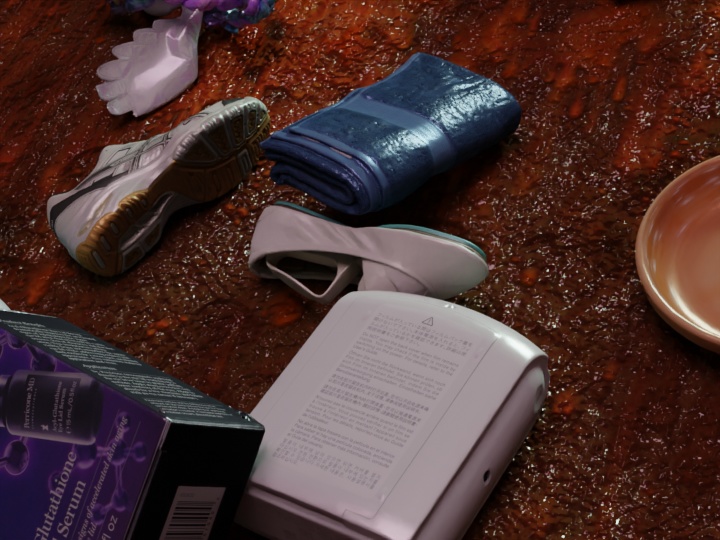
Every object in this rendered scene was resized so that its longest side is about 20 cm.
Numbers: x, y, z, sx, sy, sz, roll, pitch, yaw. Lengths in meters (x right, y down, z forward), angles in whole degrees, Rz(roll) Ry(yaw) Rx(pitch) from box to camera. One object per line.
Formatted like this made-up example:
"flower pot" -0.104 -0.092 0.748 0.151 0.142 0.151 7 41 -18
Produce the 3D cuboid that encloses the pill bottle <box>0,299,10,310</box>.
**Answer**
"pill bottle" -0.315 0.043 1.185 0.110 0.111 0.200 -34 48 -20

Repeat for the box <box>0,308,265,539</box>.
"box" -0.181 0.125 1.026 0.199 0.104 0.149 22 95 32

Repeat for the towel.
"towel" 0.028 -0.106 1.247 0.111 0.049 0.199 25 37 32

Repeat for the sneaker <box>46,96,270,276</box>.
"sneaker" -0.163 -0.084 1.297 0.199 0.076 0.087 -38 49 -23

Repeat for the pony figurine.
"pony figurine" -0.169 -0.245 1.425 0.192 0.168 0.200 -22 28 -18

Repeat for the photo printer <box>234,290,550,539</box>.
"photo printer" 0.020 0.100 1.070 0.165 0.070 0.200 17 52 29

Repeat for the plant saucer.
"plant saucer" 0.290 -0.007 1.131 0.198 0.038 0.201 -8 45 8

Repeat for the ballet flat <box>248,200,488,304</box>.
"ballet flat" 0.000 0.000 1.185 0.198 0.070 0.070 13 50 34
